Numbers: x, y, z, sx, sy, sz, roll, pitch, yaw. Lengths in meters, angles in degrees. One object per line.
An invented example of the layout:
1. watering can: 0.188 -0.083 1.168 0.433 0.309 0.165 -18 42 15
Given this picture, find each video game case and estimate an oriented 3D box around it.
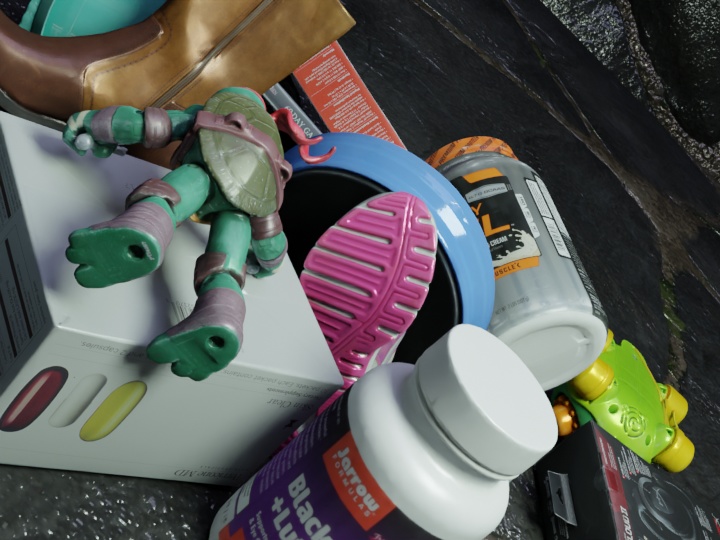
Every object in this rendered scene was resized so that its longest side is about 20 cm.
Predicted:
1. video game case: -0.027 -0.090 0.870 0.200 0.019 0.143 50 1 6

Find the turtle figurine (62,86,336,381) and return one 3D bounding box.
1. turtle figurine: -0.086 -0.045 0.584 0.149 0.101 0.201 36 33 -20

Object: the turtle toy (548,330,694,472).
1. turtle toy: 0.242 0.128 1.076 0.146 0.101 0.200 41 25 -9

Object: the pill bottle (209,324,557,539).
1. pill bottle: 0.013 0.124 0.618 0.111 0.200 0.112 35 27 -21

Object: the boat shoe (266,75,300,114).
1. boat shoe: -0.137 -0.216 1.047 0.200 0.074 0.073 49 14 -16

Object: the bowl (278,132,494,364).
1. bowl: 0.000 0.000 0.791 0.201 0.201 0.039 46 44 0

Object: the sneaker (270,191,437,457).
1. sneaker: -0.008 0.033 0.737 0.081 0.201 0.088 29 19 3

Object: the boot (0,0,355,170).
1. boot: -0.129 -0.157 0.671 0.188 0.200 0.069 45 9 -20

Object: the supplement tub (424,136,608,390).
1. supplement tub: 0.116 -0.007 0.903 0.122 0.122 0.201 21 38 -41

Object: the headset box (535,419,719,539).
1. headset box: 0.238 0.237 0.941 0.199 0.077 0.149 35 27 -20

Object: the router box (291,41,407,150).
1. router box: -0.012 -0.149 1.037 0.180 0.049 0.200 57 2 4

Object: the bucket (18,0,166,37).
1. bucket: -0.167 -0.182 0.796 0.134 0.208 0.208 27 31 -19

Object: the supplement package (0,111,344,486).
1. supplement package: -0.136 0.025 0.637 0.199 0.111 0.156 17 38 -45
